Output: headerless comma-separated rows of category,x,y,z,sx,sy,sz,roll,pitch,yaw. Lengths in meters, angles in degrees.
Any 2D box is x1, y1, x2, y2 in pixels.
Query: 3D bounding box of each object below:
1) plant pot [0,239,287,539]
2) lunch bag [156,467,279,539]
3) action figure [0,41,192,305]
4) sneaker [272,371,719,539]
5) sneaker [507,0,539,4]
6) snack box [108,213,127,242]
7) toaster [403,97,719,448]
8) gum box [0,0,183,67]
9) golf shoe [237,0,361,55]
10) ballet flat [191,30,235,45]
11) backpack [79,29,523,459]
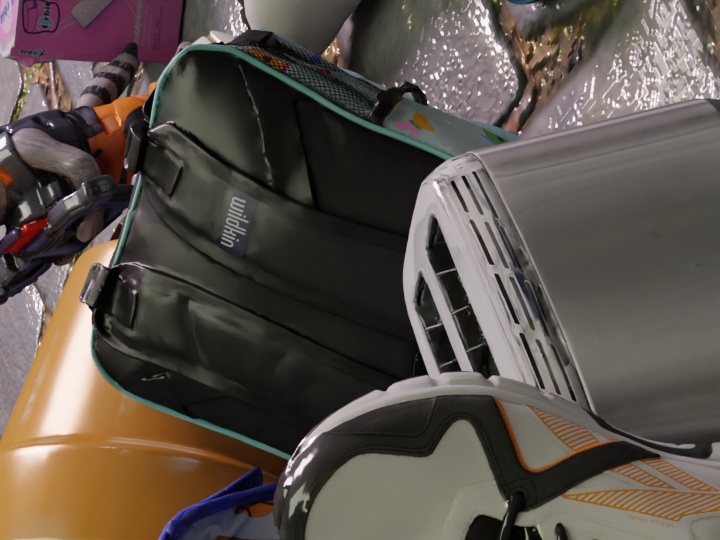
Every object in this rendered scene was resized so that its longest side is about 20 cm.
plant pot,-0.108,0.091,1.012,0.200,0.199,0.185,-32,45,54
lunch bag,-0.025,0.183,0.835,0.124,0.198,0.171,53,132,47
action figure,-0.187,-0.058,1.132,0.200,0.193,0.105,-32,89,46
sneaker,0.072,0.084,0.573,0.080,0.198,0.074,-102,20,-67
sneaker,0.064,-0.220,0.819,0.079,0.095,0.202,26,110,56
snack box,-0.145,0.000,1.154,0.072,0.024,0.200,-52,0,-34
toaster,0.097,0.020,0.692,0.114,0.128,0.201,102,153,-54
gum box,-0.172,-0.228,1.198,0.066,0.113,0.202,15,101,58
golf shoe,-0.003,-0.173,0.948,0.095,0.077,0.201,61,138,41
ballet flat,-0.075,-0.093,1.006,0.065,0.070,0.200,48,170,-6
backpack,0.000,0.000,0.839,0.199,0.153,0.177,25,107,18
